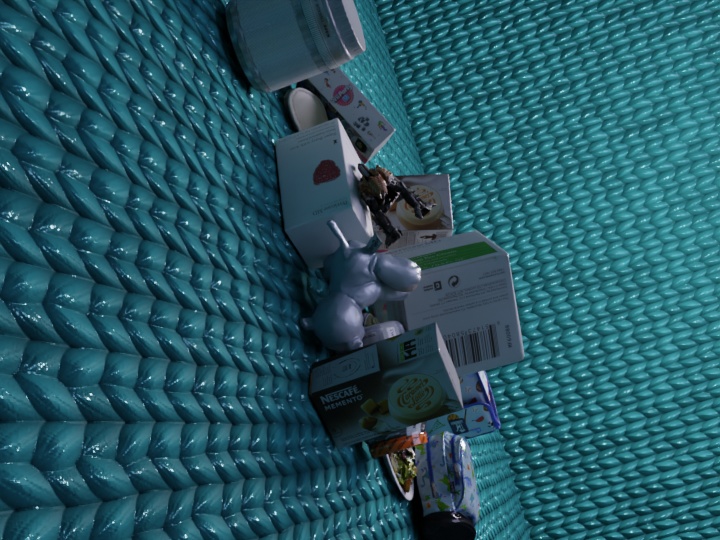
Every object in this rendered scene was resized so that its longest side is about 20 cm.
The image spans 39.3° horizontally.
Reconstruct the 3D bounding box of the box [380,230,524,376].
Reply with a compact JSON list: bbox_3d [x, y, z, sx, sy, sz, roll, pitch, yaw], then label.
[{"bbox_3d":[0.152,0.061,1.737,0.171,0.197,0.202,-129,-153,-72],"label":"box"}]

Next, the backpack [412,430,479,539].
[{"bbox_3d":[0.159,0.407,1.909,0.163,0.153,0.201,53,11,-51],"label":"backpack"}]

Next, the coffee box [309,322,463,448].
[{"bbox_3d":[0.037,0.168,1.469,0.080,0.198,0.115,-91,160,-60],"label":"coffee box"}]

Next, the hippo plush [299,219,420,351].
[{"bbox_3d":[0.000,0.048,1.539,0.200,0.157,0.163,101,5,-73],"label":"hippo plush"}]

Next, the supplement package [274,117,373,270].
[{"bbox_3d":[-0.059,-0.126,1.660,0.120,0.120,0.202,59,16,-51],"label":"supplement package"}]

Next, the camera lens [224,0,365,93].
[{"bbox_3d":[-0.108,-0.386,1.617,0.160,0.198,0.162,-18,90,-79],"label":"camera lens"}]

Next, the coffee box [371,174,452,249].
[{"bbox_3d":[0.065,-0.106,1.853,0.080,0.197,0.116,91,-3,-66],"label":"coffee box"}]

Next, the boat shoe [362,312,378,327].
[{"bbox_3d":[0.028,0.140,1.826,0.201,0.061,0.073,-91,160,-60],"label":"boat shoe"}]

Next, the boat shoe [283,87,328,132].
[{"bbox_3d":[-0.090,-0.272,1.897,0.059,0.072,0.200,25,-15,43],"label":"boat shoe"}]

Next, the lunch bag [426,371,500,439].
[{"bbox_3d":[0.199,0.272,2.189,0.124,0.168,0.202,-29,102,-76],"label":"lunch bag"}]

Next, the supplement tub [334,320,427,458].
[{"bbox_3d":[0.037,0.193,1.635,0.122,0.121,0.202,28,45,-74],"label":"supplement tub"}]

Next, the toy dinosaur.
[{"bbox_3d":[0.035,-0.117,1.621,0.136,0.102,0.200,50,26,-1],"label":"toy dinosaur"}]

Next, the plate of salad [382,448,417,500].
[{"bbox_3d":[0.072,0.311,1.818,0.200,0.048,0.202,-18,90,-78],"label":"plate of salad"}]

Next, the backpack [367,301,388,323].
[{"bbox_3d":[0.120,0.099,1.951,0.154,0.198,0.178,69,8,-62],"label":"backpack"}]

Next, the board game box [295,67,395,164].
[{"bbox_3d":[-0.032,-0.305,1.914,0.200,0.064,0.148,47,-9,-1],"label":"board game box"}]

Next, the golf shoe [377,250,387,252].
[{"bbox_3d":[0.046,-0.065,1.924,0.199,0.093,0.073,36,7,0],"label":"golf shoe"}]
